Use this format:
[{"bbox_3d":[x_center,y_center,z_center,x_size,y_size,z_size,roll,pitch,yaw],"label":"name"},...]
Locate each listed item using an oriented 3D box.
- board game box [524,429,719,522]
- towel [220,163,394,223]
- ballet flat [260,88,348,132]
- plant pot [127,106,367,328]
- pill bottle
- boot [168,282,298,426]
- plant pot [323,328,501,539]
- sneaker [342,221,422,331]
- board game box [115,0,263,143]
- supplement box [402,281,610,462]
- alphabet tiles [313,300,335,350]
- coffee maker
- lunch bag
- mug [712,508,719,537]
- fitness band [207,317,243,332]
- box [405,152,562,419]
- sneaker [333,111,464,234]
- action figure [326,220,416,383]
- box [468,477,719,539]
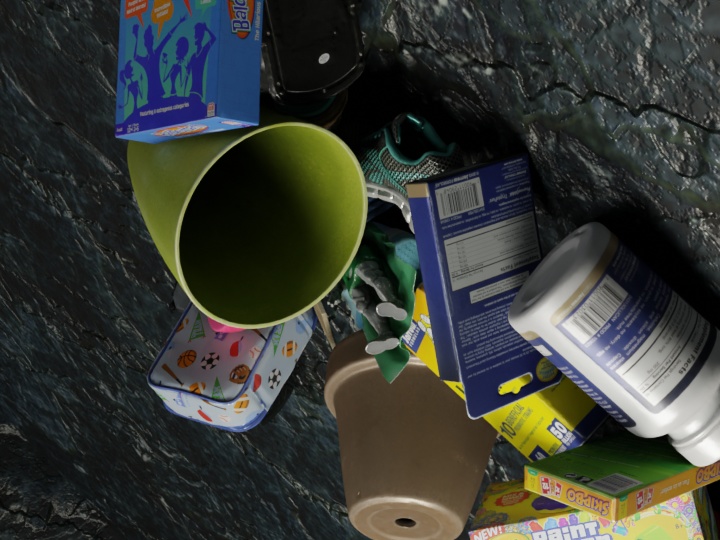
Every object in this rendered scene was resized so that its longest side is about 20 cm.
[{"bbox_3d":[0.239,0.164,1.238,0.095,0.199,0.030,15,111,46],"label":"board game box"},{"bbox_3d":[-0.059,-0.093,1.418,0.200,0.111,0.049,25,135,36],"label":"towel"},{"bbox_3d":[-0.062,-0.160,1.399,0.200,0.068,0.072,15,160,49],"label":"ballet flat"},{"bbox_3d":[-0.124,-0.075,1.307,0.200,0.187,0.188,36,155,48],"label":"plant pot"},{"bbox_3d":[0.227,0.064,1.191,0.200,0.111,0.111,42,155,-7],"label":"pill bottle"},{"bbox_3d":[-0.164,0.089,1.874,0.168,0.076,0.201,33,144,21],"label":"boot"},{"bbox_3d":[0.056,0.175,1.462,0.199,0.175,0.201,5,146,3],"label":"plant pot"},{"bbox_3d":[-0.001,0.016,1.527,0.130,0.079,0.201,29,139,29],"label":"sneaker"},{"bbox_3d":[-0.139,-0.211,1.187,0.152,0.045,0.201,-4,82,49],"label":"board game box"},{"bbox_3d":[0.147,0.071,1.336,0.200,0.109,0.109,42,153,12],"label":"supplement box"},{"bbox_3d":[-0.063,-0.006,1.559,0.200,0.006,0.167,77,170,-70],"label":"alphabet tiles"},{"bbox_3d":[-0.100,-0.245,1.282,0.200,0.134,0.193,13,97,49],"label":"coffee maker"},{"bbox_3d":[-0.150,0.083,1.711,0.160,0.200,0.076,10,147,34],"label":"lunch bag"},{"bbox_3d":[0.277,0.265,1.433,0.200,0.177,0.133,55,-170,-6],"label":"mug"},{"bbox_3d":[-0.140,-0.021,1.622,0.200,0.037,0.144,116,145,-45],"label":"fitness band"},{"bbox_3d":[0.106,0.012,1.222,0.032,0.121,0.201,0,103,51],"label":"box"},{"bbox_3d":[0.038,-0.104,1.295,0.200,0.077,0.092,35,143,47],"label":"sneaker"},{"bbox_3d":[0.000,0.000,1.374,0.200,0.054,0.119,-118,39,-55],"label":"action figure"},{"bbox_3d":[0.224,0.282,1.318,0.199,0.122,0.194,-14,99,17],"label":"box"}]
